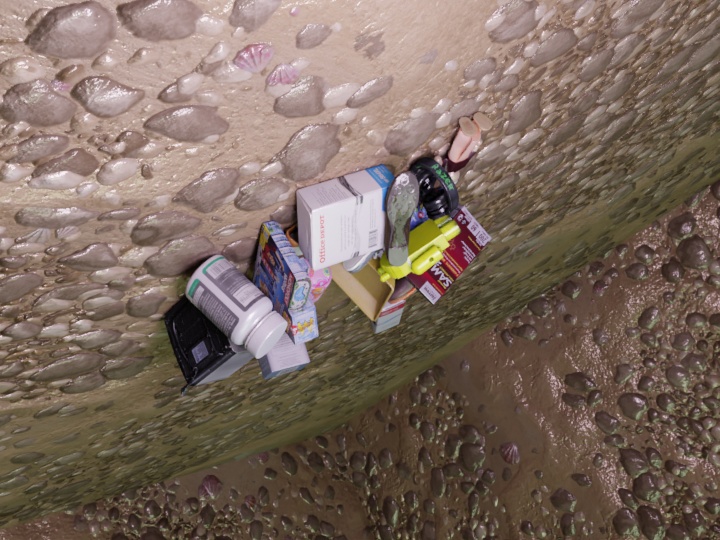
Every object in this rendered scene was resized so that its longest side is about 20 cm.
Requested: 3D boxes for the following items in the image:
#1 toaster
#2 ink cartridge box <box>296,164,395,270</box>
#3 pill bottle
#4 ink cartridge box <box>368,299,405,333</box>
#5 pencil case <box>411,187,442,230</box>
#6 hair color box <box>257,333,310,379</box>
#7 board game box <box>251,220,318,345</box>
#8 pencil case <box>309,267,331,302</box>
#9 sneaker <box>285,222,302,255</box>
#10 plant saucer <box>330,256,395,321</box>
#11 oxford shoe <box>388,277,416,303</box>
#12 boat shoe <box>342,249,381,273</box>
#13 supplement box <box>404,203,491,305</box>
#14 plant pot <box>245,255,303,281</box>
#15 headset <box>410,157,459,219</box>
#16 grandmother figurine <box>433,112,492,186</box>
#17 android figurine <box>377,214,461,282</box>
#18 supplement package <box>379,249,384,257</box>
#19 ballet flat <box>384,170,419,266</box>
[{"bbox_3d":[-0.330,0.142,1.547,0.199,0.184,0.117,-37,159,28],"label":"toaster"},{"bbox_3d":[-0.024,-0.105,1.388,0.195,0.085,0.149,-18,134,-21],"label":"ink cartridge box"},{"bbox_3d":[-0.248,0.074,1.412,0.113,0.199,0.113,-46,169,-12],"label":"pill bottle"},{"bbox_3d":[0.052,0.068,1.920,0.081,0.149,0.201,-22,161,-11],"label":"ink cartridge box"},{"bbox_3d":[0.124,-0.120,1.624,0.195,0.089,0.078,-22,-174,-10],"label":"pencil case"},{"bbox_3d":[-0.194,0.129,1.579,0.097,0.205,0.061,-10,163,-32],"label":"hair color box"},{"bbox_3d":[-0.145,0.035,1.436,0.060,0.202,0.202,-18,150,-29],"label":"board game box"},{"bbox_3d":[-0.138,0.049,1.643,0.086,0.089,0.200,-13,158,-33],"label":"pencil case"},{"bbox_3d":[-0.066,-0.088,1.468,0.195,0.074,0.085,-22,164,-9],"label":"sneaker"},{"bbox_3d":[0.000,0.000,1.633,0.048,0.200,0.201,-39,169,-25],"label":"plant saucer"},{"bbox_3d":[0.118,-0.013,1.629,0.072,0.071,0.201,37,96,-30],"label":"oxford shoe"},{"bbox_3d":[0.035,-0.058,1.510,0.072,0.062,0.201,3,-134,43],"label":"boat shoe"},{"bbox_3d":[0.186,-0.038,1.571,0.201,0.109,0.061,-49,-157,-1],"label":"supplement box"},{"bbox_3d":[-0.167,-0.010,1.611,0.196,0.028,0.201,-25,161,-9],"label":"plant pot"},{"bbox_3d":[0.155,-0.174,1.492,0.093,0.125,0.200,-38,178,-18],"label":"headset"},{"bbox_3d":[0.202,-0.239,1.461,0.118,0.062,0.201,-13,156,-16],"label":"grandmother figurine"},{"bbox_3d":[0.118,-0.046,1.482,0.198,0.041,0.183,-36,-160,5],"label":"android figurine"},{"bbox_3d":[0.104,-0.054,1.728,0.196,0.112,0.114,-25,161,-2],"label":"supplement package"},{"bbox_3d":[0.076,-0.103,1.373,0.065,0.047,0.205,-3,123,-7],"label":"ballet flat"}]
